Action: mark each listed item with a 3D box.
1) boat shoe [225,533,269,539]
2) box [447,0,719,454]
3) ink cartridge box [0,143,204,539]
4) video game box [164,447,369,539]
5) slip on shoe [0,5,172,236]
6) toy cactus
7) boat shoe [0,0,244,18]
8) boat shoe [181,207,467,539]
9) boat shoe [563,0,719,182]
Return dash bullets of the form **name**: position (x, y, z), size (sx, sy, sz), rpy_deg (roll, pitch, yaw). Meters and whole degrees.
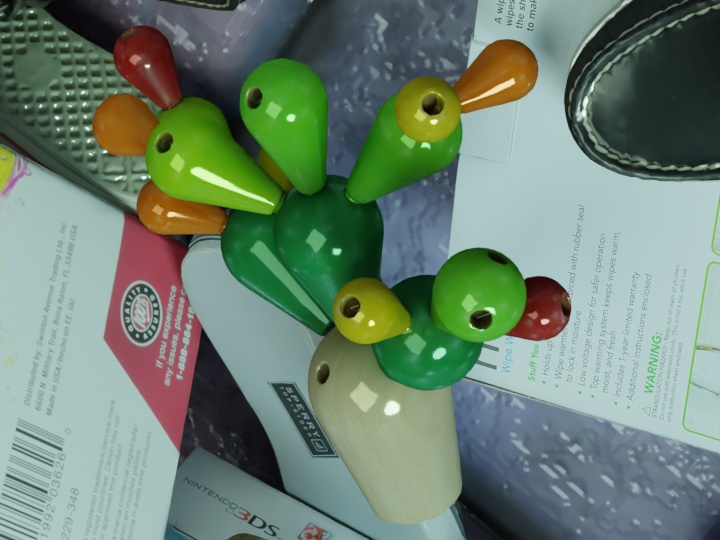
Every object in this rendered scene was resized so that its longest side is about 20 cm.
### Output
- **boat shoe**: position (-0.019, 0.186, 0.940), size (0.064, 0.071, 0.201), rpy_deg (13, 129, 28)
- **box**: position (0.126, -0.048, 0.849), size (0.176, 0.097, 0.201), rpy_deg (16, 117, 21)
- **ink cartridge box**: position (-0.156, 0.029, 0.896), size (0.200, 0.148, 0.085), rpy_deg (29, 151, -36)
- **video game box**: position (-0.008, 0.183, 1.015), size (0.182, 0.047, 0.201), rpy_deg (26, 135, 13)
- **slip on shoe**: position (-0.139, -0.074, 0.993), size (0.200, 0.074, 0.061), rpy_deg (37, 152, 14)
- **toy cactus**: position (0.000, 0.000, 0.842), size (0.200, 0.102, 0.166), rpy_deg (18, 136, 45)
- **boat shoe**: position (-0.128, -0.119, 0.950), size (0.199, 0.065, 0.073), rpy_deg (16, 159, 18)
- **boat shoe**: position (0.001, 0.051, 0.970), size (0.068, 0.057, 0.201), rpy_deg (4, 131, 38)
- **boat shoe**: position (0.142, -0.061, 0.747), size (0.199, 0.060, 0.074), rpy_deg (-9, 107, 28)
